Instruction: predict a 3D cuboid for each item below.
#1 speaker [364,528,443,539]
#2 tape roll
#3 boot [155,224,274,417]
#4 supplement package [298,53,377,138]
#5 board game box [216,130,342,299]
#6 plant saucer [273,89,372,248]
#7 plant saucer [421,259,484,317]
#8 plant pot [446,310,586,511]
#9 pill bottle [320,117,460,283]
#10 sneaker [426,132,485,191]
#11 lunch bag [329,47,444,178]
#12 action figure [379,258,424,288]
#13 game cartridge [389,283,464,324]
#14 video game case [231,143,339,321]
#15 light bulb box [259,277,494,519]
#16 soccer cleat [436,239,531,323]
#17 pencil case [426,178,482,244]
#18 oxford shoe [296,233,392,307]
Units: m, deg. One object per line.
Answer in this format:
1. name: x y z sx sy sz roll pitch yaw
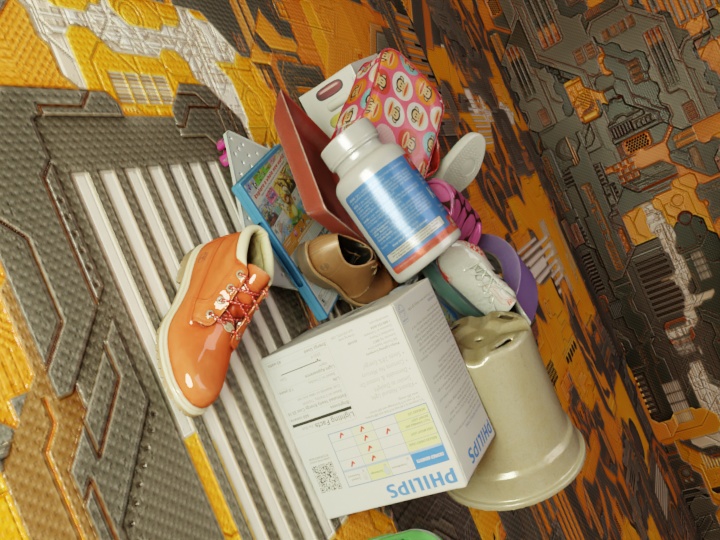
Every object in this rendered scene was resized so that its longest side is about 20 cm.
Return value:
1. speaker: 0.033 0.349 0.789 0.198 0.087 0.091 19 52 -56
2. tape roll: 0.206 0.044 1.220 0.085 0.197 0.204 39 37 -43
3. boot: -0.139 0.042 0.690 0.075 0.105 0.204 41 37 -41
4. supplement package: 0.010 -0.242 1.181 0.203 0.109 0.156 61 27 -10
5. board game box: -0.104 -0.064 0.924 0.198 0.025 0.205 16 56 -57
6. plant saucer: -0.051 -0.126 0.982 0.199 0.036 0.204 34 31 -62
7. plant saucer: 0.134 0.005 1.101 0.200 0.027 0.201 44 16 -15
8. plant pot: 0.172 0.163 0.888 0.201 0.196 0.188 -50 125 -61
9. pill bottle: 0.036 -0.096 0.919 0.202 0.111 0.112 54 27 0
10. sneaker: 0.124 -0.166 1.184 0.073 0.202 0.119 19 23 -39
11. lunch bag: 0.055 -0.212 1.055 0.175 0.081 0.204 34 63 -28
12. action figure: 0.059 -0.021 1.128 0.132 0.069 0.199 59 15 18
13. game cartridge: 0.115 0.100 1.005 0.199 0.040 0.136 31 37 -47
14. video game case: -0.081 -0.053 0.910 0.202 0.017 0.144 58 28 -18
15. light bulb box: 0.021 0.148 0.798 0.124 0.195 0.204 -26 92 -61
16. soccer cleat: 0.183 0.025 1.011 0.200 0.069 0.085 43 1 -37
17. pencil case: 0.130 -0.072 1.063 0.199 0.088 0.097 16 67 -64
18. oxford shoe: 0.000 0.000 0.923 0.199 0.070 0.073 23 47 -57
